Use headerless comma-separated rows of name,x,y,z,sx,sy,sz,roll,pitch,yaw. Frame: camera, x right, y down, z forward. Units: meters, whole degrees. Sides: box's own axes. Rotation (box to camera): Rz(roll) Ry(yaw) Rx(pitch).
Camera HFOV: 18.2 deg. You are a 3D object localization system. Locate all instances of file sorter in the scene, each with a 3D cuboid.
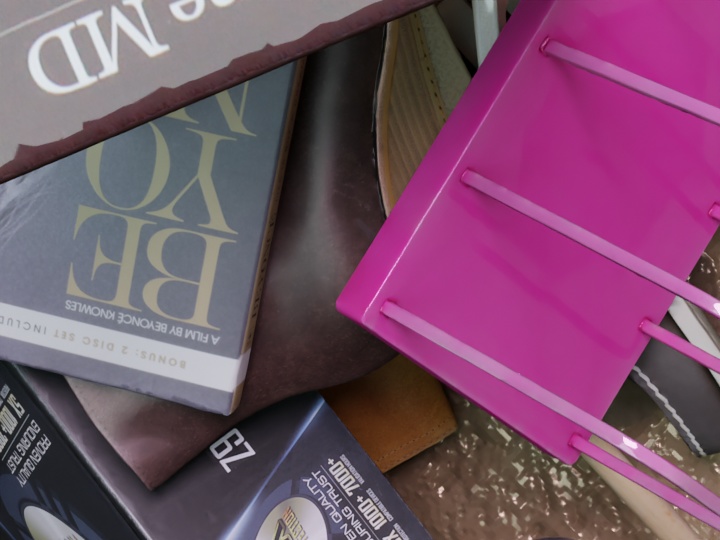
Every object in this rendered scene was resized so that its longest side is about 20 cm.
file sorter,0.121,-0.026,0.686,0.125,0.139,0.200,29,86,40

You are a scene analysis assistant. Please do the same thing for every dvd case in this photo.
dvd case,-0.091,-0.066,0.689,0.148,0.016,0.200,13,106,6

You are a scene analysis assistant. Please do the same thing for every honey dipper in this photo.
honey dipper,0.133,0.118,0.829,0.038,0.038,0.200,-40,100,25

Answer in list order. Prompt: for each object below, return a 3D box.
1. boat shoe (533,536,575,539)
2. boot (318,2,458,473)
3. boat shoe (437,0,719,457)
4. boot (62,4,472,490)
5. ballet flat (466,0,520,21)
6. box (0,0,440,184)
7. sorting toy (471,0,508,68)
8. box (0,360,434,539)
boat shoe,0.007,0.164,0.797,0.200,0.073,0.075,-42,83,23
boot,-0.001,0.000,0.871,0.201,0.071,0.144,-35,93,30
boat shoe,0.071,-0.005,0.808,0.061,0.072,0.201,-37,106,4
boot,-0.050,-0.049,0.727,0.166,0.072,0.200,-30,93,-1
ballet flat,0.081,-0.088,0.808,0.200,0.071,0.069,43,115,8
box,-0.051,-0.147,0.571,0.166,0.164,0.200,-21,96,11
sorting toy,0.081,-0.146,0.729,0.107,0.200,0.181,5,94,45
box,-0.081,0.088,0.850,0.164,0.086,0.200,52,154,5
